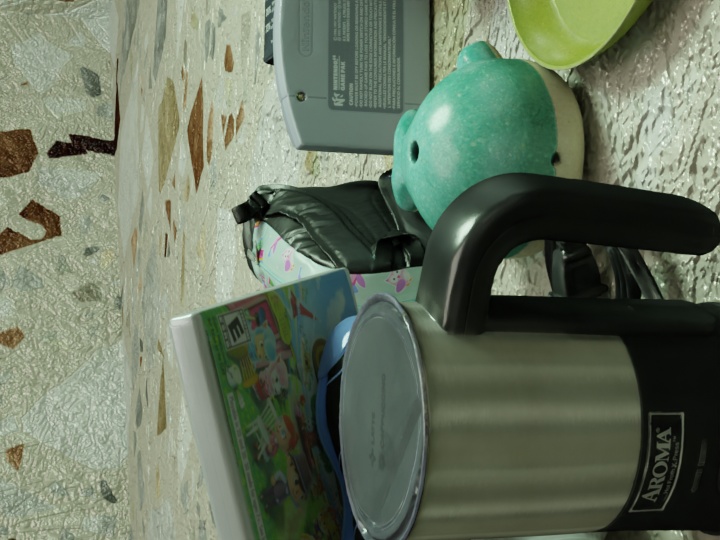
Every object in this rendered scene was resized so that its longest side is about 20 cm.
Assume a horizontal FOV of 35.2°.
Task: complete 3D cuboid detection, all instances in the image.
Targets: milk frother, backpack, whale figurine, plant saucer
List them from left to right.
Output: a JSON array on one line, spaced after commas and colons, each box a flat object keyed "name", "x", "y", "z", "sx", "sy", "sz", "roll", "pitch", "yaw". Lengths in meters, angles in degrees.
[{"name": "backpack", "x": 0.000, "y": 0.000, "z": 0.918, "sx": 0.200, "sy": 0.166, "sz": 0.128, "roll": -135, "pitch": 34, "yaw": -60}, {"name": "whale figurine", "x": 0.062, "y": -0.076, "z": 0.767, "sx": 0.200, "sy": 0.103, "sz": 0.161, "roll": 14, "pitch": 101, "yaw": 62}, {"name": "milk frother", "x": 0.082, "y": 0.041, "z": 0.589, "sx": 0.200, "sy": 0.187, "sz": 0.182, "roll": 180, "pitch": 92, "yaw": -71}, {"name": "plant saucer", "x": 0.142, "y": -0.220, "z": 0.678, "sx": 0.200, "sy": 0.031, "sz": 0.202, "roll": -178, "pitch": 90, "yaw": -72}]

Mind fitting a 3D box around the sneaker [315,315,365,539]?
[{"name": "sneaker", "x": 0.023, "y": 0.116, "z": 0.613, "sx": 0.078, "sy": 0.070, "sz": 0.202, "roll": -25, "pitch": 64, "yaw": 53}]

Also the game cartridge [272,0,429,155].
[{"name": "game cartridge", "x": -0.007, "y": -0.198, "z": 0.956, "sx": 0.040, "sy": 0.132, "sz": 0.202, "roll": 167, "pitch": 105, "yaw": -71}]

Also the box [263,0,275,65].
[{"name": "box", "x": -0.023, "y": -0.298, "z": 1.055, "sx": 0.148, "sy": 0.103, "sz": 0.202, "roll": 180, "pitch": 92, "yaw": -71}]

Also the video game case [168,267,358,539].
[{"name": "video game case", "x": -0.029, "y": 0.108, "z": 0.644, "sx": 0.182, "sy": 0.022, "sz": 0.202, "roll": -17, "pitch": -86, "yaw": -65}]

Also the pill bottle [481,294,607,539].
[{"name": "pill bottle", "x": 0.083, "y": 0.122, "z": 0.687, "sx": 0.201, "sy": 0.115, "sz": 0.116, "roll": -106, "pitch": 26, "yaw": -43}]
